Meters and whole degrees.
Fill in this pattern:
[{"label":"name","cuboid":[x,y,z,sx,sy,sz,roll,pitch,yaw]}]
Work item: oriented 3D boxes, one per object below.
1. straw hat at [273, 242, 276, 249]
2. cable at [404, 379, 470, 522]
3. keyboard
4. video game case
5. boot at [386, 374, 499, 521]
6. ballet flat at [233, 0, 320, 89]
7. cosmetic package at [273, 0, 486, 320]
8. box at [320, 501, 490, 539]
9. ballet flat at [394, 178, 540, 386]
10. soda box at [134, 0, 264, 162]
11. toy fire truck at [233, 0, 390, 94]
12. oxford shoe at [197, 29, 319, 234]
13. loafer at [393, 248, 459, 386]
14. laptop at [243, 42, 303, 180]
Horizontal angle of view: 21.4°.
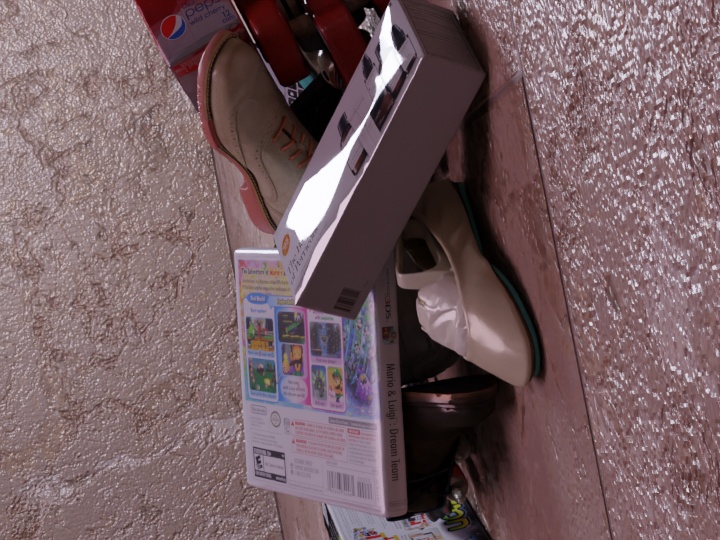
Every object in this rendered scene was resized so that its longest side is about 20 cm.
[{"label":"straw hat","cuboid":[0.000,0.000,1.533,0.201,0.085,0.203,17,-90,-73]},{"label":"cable","cuboid":[0.063,0.130,1.520,0.200,0.050,0.098,-86,-16,-74]},{"label":"keyboard","cuboid":[-0.033,-0.097,1.526,0.200,0.020,0.128,-52,-29,-46]},{"label":"video game case","cuboid":[-0.032,0.076,1.380,0.200,0.024,0.184,2,96,58]},{"label":"boot","cuboid":[0.055,0.128,1.353,0.200,0.074,0.098,159,101,-70]},{"label":"ballet flat","cuboid":[-0.056,-0.210,1.548,0.067,0.062,0.200,35,171,39]},{"label":"cosmetic package","cuboid":[0.008,-0.073,1.245,0.201,0.050,0.083,-62,26,28]},{"label":"box","cuboid":[0.038,0.213,1.489,0.200,0.109,0.035,-122,23,-71]},{"label":"ballet flat","cuboid":[0.060,0.011,1.243,0.200,0.069,0.070,-112,14,-54]},{"label":"soda box","cuboid":[-0.107,-0.156,1.434,0.070,0.063,0.200,61,179,19]},{"label":"toy fire truck","cuboid":[-0.008,-0.155,1.419,0.169,0.112,0.200,63,179,-21]},{"label":"oxford shoe","cuboid":[-0.057,-0.095,1.361,0.071,0.073,0.200,-60,-32,-23]},{"label":"loafer","cuboid":[0.010,-0.009,1.430,0.201,0.069,0.070,70,-168,21]},{"label":"laptop","cuboid":[-0.051,-0.080,1.719,0.116,0.199,0.188,-53,-26,-38]}]
